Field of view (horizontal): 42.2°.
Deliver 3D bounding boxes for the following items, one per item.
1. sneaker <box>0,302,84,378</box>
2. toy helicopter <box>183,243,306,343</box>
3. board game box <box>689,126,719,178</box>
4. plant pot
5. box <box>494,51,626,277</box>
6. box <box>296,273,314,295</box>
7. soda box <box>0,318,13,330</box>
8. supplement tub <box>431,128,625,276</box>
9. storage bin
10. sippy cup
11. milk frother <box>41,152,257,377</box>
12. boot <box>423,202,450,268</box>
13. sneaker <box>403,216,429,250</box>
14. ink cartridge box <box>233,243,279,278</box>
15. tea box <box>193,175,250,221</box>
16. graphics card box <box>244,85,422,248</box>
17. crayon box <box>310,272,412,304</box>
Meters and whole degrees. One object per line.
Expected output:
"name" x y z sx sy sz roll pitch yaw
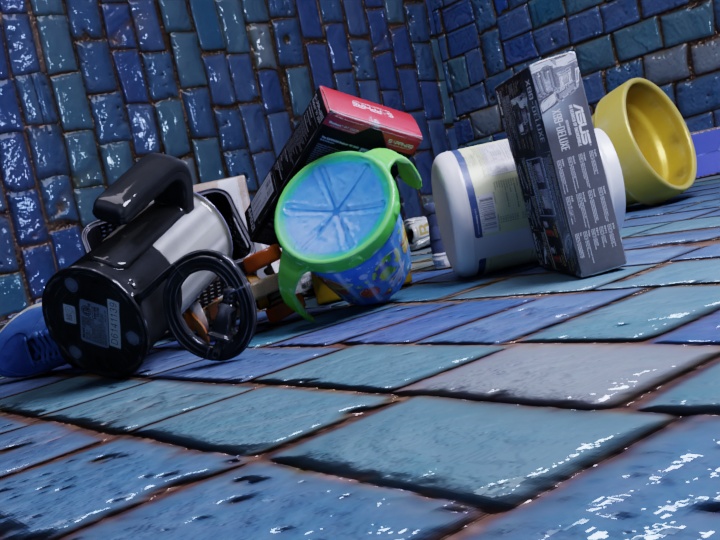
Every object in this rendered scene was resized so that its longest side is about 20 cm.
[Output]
"sneaker" -0.333 0.074 1.034 0.196 0.078 0.111 -20 12 1
"toy helicopter" -0.165 0.048 1.074 0.131 0.080 0.198 -29 3 -42
"board game box" 0.751 -0.261 2.100 0.156 0.099 0.200 -12 4 9
"plant pot" 0.432 -0.190 1.579 0.199 0.204 0.188 -16 -9 -45
"box" 0.194 -0.101 0.926 0.049 0.204 0.158 -15 4 -2
"box" -0.068 0.006 1.410 0.134 0.041 0.200 -15 5 -15
"soda box" -0.382 0.079 1.219 0.196 0.065 0.070 -15 5 -24
"supplement tub" 0.191 -0.082 1.081 0.195 0.148 0.145 -12 4 -3
"storage bin" -0.239 -0.006 1.185 0.196 0.136 0.095 -18 -38 -19
"sippy cup" -0.007 -0.033 0.991 0.175 0.142 0.131 -22 -35 9
"milk frother" -0.173 0.005 0.924 0.197 0.182 0.189 30 35 3
"boot" 0.178 -0.069 1.309 0.197 0.092 0.072 -15 5 -34
"sneaker" 0.152 -0.080 1.736 0.114 0.075 0.199 -18 -4 -37
"ink cartridge box" -0.161 -0.012 1.337 0.197 0.069 0.115 -26 9 19
"tea box" -0.261 -0.055 1.688 0.131 0.205 0.197 -12 5 -12
"graphics card box" -0.034 -0.103 1.047 0.123 0.051 0.201 10 -47 -31
"crayon box" 0.000 0.000 1.207 0.124 0.052 0.200 -13 4 2
